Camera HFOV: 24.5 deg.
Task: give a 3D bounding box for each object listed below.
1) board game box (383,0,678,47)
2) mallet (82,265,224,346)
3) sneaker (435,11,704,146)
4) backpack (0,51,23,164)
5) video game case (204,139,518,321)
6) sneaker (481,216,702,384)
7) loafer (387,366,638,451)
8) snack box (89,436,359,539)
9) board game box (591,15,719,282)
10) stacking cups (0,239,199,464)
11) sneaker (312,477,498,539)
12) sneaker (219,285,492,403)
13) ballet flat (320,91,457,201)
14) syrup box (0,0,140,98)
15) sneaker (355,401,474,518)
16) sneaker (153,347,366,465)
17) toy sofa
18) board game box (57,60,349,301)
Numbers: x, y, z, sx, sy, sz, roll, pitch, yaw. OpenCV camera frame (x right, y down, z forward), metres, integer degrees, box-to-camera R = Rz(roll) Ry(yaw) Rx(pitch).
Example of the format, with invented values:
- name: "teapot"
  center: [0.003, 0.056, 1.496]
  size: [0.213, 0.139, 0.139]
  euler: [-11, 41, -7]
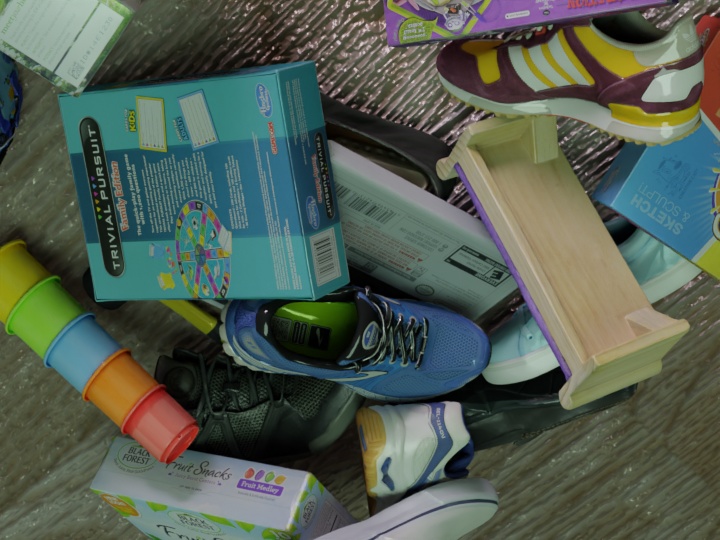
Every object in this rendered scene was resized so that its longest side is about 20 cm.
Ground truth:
- name: "board game box"
  center: [0.101, -0.216, 1.063]
  size: [0.198, 0.032, 0.122]
  euler: [-4, 90, 31]
- name: "mallet"
  center: [-0.115, 0.033, 1.279]
  size: [0.199, 0.041, 0.066]
  euler: [29, 120, -20]
- name: "sneaker"
  center: [0.139, -0.150, 1.112]
  size: [0.198, 0.075, 0.091]
  euler: [14, 125, 30]
- name: "backpack"
  center: [-0.329, -0.089, 1.112]
  size: [0.182, 0.201, 0.135]
  euler: [37, 115, -18]
- name: "video game case"
  center: [0.000, 0.000, 1.213]
  size: [0.199, 0.024, 0.181]
  euler: [26, 134, -29]
- name: "sneaker"
  center: [0.161, 0.005, 1.243]
  size: [0.199, 0.074, 0.082]
  euler: [-34, 108, 9]
- name: "loafer"
  center: [0.124, 0.102, 1.300]
  size: [0.197, 0.073, 0.073]
  euler: [-9, 130, 17]
- name: "snack box"
  center: [-0.092, 0.195, 1.283]
  size: [0.198, 0.053, 0.143]
  euler: [5, 148, 35]
- name: "board game box"
  center: [0.286, -0.062, 1.183]
  size: [0.199, 0.040, 0.154]
  euler: [31, 94, -17]
- name: "stacking cups"
  center: [-0.200, 0.061, 1.232]
  size: [0.199, 0.060, 0.061]
  euler: [39, 117, 9]
- name: "sneaker"
  center: [0.027, 0.212, 1.195]
  size: [0.198, 0.071, 0.073]
  euler: [-19, 156, -32]
- name: "sneaker"
  center: [0.004, 0.052, 1.166]
  size: [0.197, 0.089, 0.080]
  euler: [6, 86, -20]
- name: "ballet flat"
  center: [-0.023, -0.088, 1.181]
  size: [0.197, 0.069, 0.068]
  euler: [15, 133, -7]
- name: "syrup box"
  center: [-0.249, -0.211, 1.108]
  size: [0.199, 0.082, 0.079]
  euler: [33, 114, -17]
- name: "sneaker"
  center: [0.045, 0.156, 1.262]
  size: [0.087, 0.076, 0.200]
  euler: [-10, 158, -3]
- name: "sneaker"
  center: [-0.085, 0.097, 1.258]
  size: [0.198, 0.077, 0.114]
  euler: [-25, 137, 38]
- name: "toy sofa"
  center: [0.132, -0.007, 1.149]
  size: [0.082, 0.202, 0.098]
  euler: [-18, 160, -26]
- name: "board game box"
  center: [-0.110, -0.058, 1.141]
  size: [0.198, 0.047, 0.153]
  euler: [-1, 104, 35]
